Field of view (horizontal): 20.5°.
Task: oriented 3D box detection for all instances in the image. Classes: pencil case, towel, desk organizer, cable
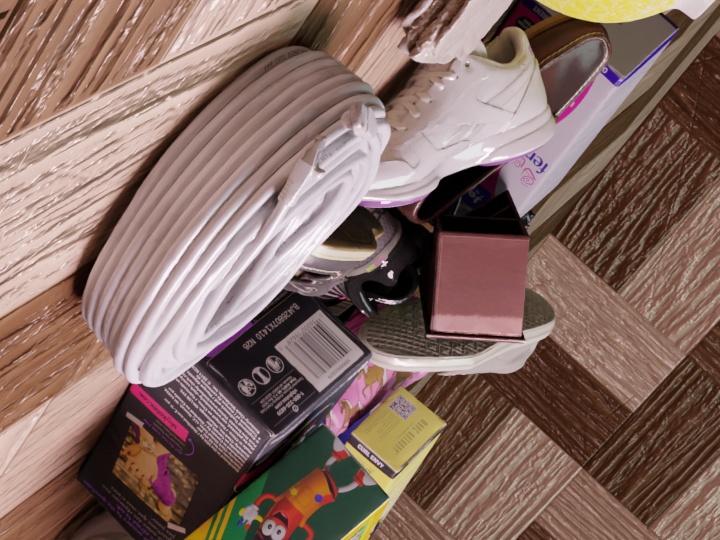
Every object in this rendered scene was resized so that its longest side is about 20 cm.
[{"bbox_3d":[-0.014,0.078,1.549,0.086,0.083,0.200,-25,-177,35],"label":"pencil case"},{"bbox_3d":[0.098,-0.207,1.204,0.200,0.034,0.133,-51,174,12],"label":"towel"},{"bbox_3d":[0.083,-0.008,1.493,0.200,0.071,0.077,-92,-174,-78],"label":"desk organizer"},{"bbox_3d":[-0.066,-0.027,1.048,0.200,0.069,0.200,-48,174,8],"label":"cable"}]

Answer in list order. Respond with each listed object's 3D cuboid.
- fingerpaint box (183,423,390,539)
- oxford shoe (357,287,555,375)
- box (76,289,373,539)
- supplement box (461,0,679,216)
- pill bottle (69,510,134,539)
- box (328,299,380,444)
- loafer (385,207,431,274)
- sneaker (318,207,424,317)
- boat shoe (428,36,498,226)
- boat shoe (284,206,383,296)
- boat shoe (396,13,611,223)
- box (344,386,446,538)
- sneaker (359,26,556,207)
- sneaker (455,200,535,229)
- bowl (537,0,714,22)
[{"bbox_3d":[-0.074,0.204,1.378,0.167,0.073,0.200,-39,169,-16],"label":"fingerpaint box"},{"bbox_3d":[0.073,0.057,1.552,0.200,0.075,0.058,-9,139,-45],"label":"oxford shoe"},{"bbox_3d":[-0.098,0.103,1.400,0.122,0.106,0.200,-38,169,-43],"label":"box"},{"bbox_3d":[0.144,-0.139,1.582,0.103,0.101,0.200,-41,170,-43],"label":"supplement box"},{"bbox_3d":[-0.180,0.250,1.645,0.120,0.120,0.200,-49,173,9],"label":"pill bottle"},{"bbox_3d":[-0.048,0.120,1.691,0.200,0.079,0.142,-36,137,-61],"label":"box"},{"bbox_3d":[0.028,-0.011,1.681,0.071,0.073,0.200,-49,173,0],"label":"loafer"},{"bbox_3d":[0.000,0.000,1.514,0.074,0.087,0.200,-46,173,-16],"label":"sneaker"},{"bbox_3d":[0.078,-0.103,1.535,0.073,0.062,0.200,-40,169,-37],"label":"boat shoe"},{"bbox_3d":[-0.031,-0.014,1.316,0.066,0.072,0.201,-54,177,11],"label":"boat shoe"},{"bbox_3d":[0.104,-0.107,1.441,0.200,0.070,0.070,-38,137,4],"label":"boat shoe"},{"bbox_3d":[-0.004,0.181,1.589,0.075,0.050,0.200,-41,165,-42],"label":"box"},{"bbox_3d":[0.042,-0.105,1.336,0.200,0.100,0.075,-24,-155,-33],"label":"sneaker"},{"bbox_3d":[0.118,-0.111,1.747,0.200,0.090,0.067,-71,152,-43],"label":"sneaker"},{"bbox_3d":[0.211,-0.235,1.348,0.200,0.108,0.200,-51,180,0],"label":"bowl"}]
